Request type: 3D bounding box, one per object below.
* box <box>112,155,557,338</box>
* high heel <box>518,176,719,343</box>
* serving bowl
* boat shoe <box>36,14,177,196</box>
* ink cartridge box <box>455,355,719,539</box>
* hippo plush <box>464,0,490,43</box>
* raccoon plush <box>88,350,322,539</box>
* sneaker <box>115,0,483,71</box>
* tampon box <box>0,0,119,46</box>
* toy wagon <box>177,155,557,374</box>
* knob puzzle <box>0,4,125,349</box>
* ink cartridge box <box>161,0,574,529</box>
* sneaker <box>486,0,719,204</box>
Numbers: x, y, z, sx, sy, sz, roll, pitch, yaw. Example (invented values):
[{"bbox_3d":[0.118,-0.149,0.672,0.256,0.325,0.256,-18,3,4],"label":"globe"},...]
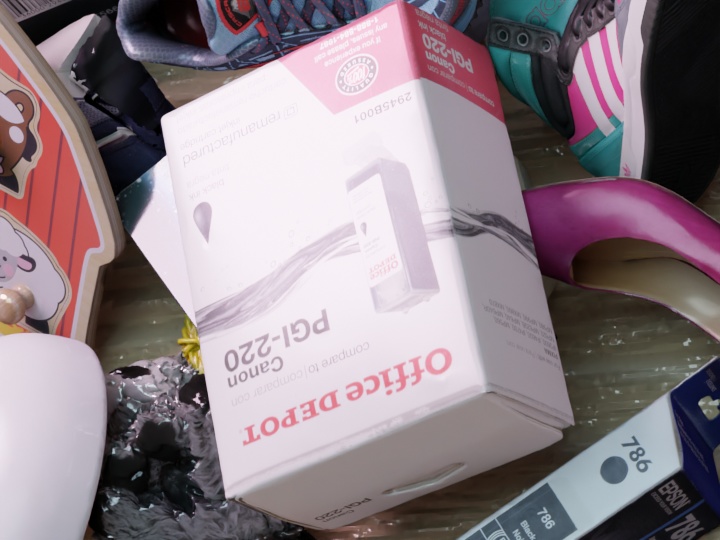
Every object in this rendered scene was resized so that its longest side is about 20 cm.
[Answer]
[{"bbox_3d":[-0.017,-0.001,1.301,0.137,0.038,0.200,-39,62,3],"label":"box"},{"bbox_3d":[0.142,0.014,1.206,0.200,0.067,0.096,3,62,18],"label":"high heel"},{"bbox_3d":[-0.197,0.118,1.286,0.200,0.066,0.200,-45,33,41],"label":"serving bowl"},{"bbox_3d":[-0.173,-0.061,1.408,0.200,0.093,0.075,-18,34,45],"label":"boat shoe"},{"bbox_3d":[0.102,0.123,1.221,0.200,0.099,0.039,-37,63,5],"label":"ink cartridge box"},{"bbox_3d":[0.020,-0.190,1.325,0.161,0.159,0.200,-51,51,3],"label":"hippo plush"},{"bbox_3d":[-0.072,0.125,1.312,0.097,0.134,0.200,-35,98,-2],"label":"raccoon plush"},{"bbox_3d":[-0.033,-0.124,1.258,0.200,0.095,0.079,-9,97,39],"label":"sneaker"},{"bbox_3d":[-0.146,-0.229,1.429,0.150,0.126,0.200,-22,64,11],"label":"tampon box"},{"bbox_3d":[-0.003,0.009,1.336,0.200,0.040,0.155,-19,65,12],"label":"toy wagon"},{"bbox_3d":[-0.207,-0.051,1.353,0.219,0.220,0.030,22,37,26],"label":"knob puzzle"},{"bbox_3d":[0.000,0.000,1.212,0.146,0.085,0.200,-24,65,26],"label":"ink cartridge box"},{"bbox_3d":[0.117,-0.124,1.226,0.084,0.200,0.121,-32,56,-27],"label":"sneaker"}]
